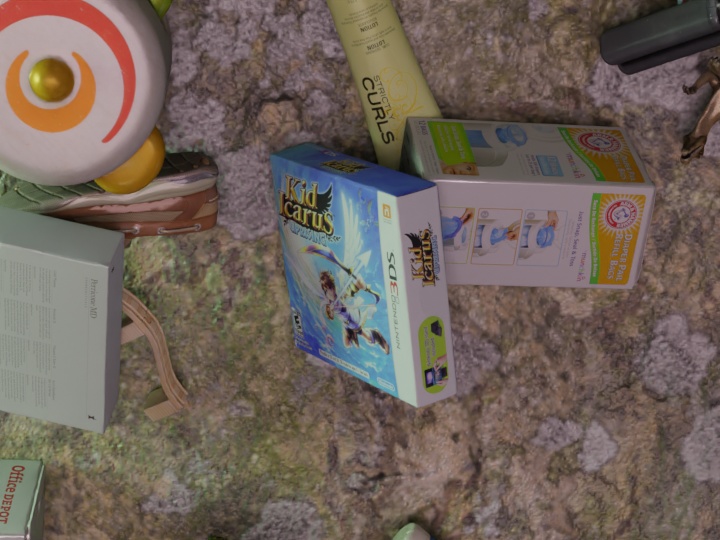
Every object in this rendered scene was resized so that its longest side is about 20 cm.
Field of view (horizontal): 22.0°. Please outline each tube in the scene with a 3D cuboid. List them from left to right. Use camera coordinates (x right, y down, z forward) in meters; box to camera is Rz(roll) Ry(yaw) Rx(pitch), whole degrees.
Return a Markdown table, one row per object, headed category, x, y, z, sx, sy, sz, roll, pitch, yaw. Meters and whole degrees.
| category | x | y | z | sx | sy | sz | roll | pitch | yaw |
| --- | --- | --- | --- | --- | --- | --- | --- | --- | --- |
| tube | 0.025 | -0.163 | 1.581 | 0.058 | 0.052 | 0.201 | 0 | 123 | 38 |

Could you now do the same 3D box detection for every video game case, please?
| category | x | y | z | sx | sy | sz | roll | pitch | yaw |
| --- | --- | --- | --- | --- | --- | --- | --- | --- | --- |
| video game case | 0.000 | 0.000 | 1.557 | 0.045 | 0.200 | 0.183 | -17 | 111 | -30 |

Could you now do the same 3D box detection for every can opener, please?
| category | x | y | z | sx | sy | sz | roll | pitch | yaw |
| --- | --- | --- | --- | --- | --- | --- | --- | --- | --- |
| can opener | 0.291 | -0.190 | 1.526 | 0.199 | 0.067 | 0.053 | -16 | 157 | 37 |

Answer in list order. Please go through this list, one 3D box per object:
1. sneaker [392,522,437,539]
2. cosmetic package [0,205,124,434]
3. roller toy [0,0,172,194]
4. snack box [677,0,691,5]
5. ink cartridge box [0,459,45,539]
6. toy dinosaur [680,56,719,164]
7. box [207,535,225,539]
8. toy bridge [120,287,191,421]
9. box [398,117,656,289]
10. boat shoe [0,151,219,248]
| category | x | y | z | sx | sy | sz | roll | pitch | yaw |
| --- | --- | --- | --- | --- | --- | --- | --- | --- | --- |
| sneaker | 0.031 | 0.344 | 1.737 | 0.111 | 0.077 | 0.200 | 37 | 97 | -5 |
| cosmetic package | -0.280 | 0.041 | 1.577 | 0.150 | 0.052 | 0.201 | 14 | 132 | 5 |
| roller toy | -0.246 | -0.166 | 1.512 | 0.181 | 0.140 | 0.202 | 3 | 109 | -4 |
| snack box | 0.367 | -0.285 | 1.503 | 0.198 | 0.068 | 0.169 | 0 | 149 | -5 |
| ink cartridge box | -0.384 | 0.230 | 1.636 | 0.198 | 0.145 | 0.085 | 2 | 110 | -4 |
| toy dinosaur | 0.345 | -0.169 | 1.602 | 0.199 | 0.058 | 0.102 | -29 | 128 | -8 |
| box | -0.117 | 0.385 | 1.681 | 0.121 | 0.193 | 0.201 | 19 | 106 | -10 |
| toy bridge | -0.211 | 0.053 | 1.623 | 0.067 | 0.027 | 0.200 | -23 | 120 | 30 |
| box | 0.136 | -0.057 | 1.574 | 0.198 | 0.113 | 0.102 | 2 | 121 | -8 |
| boat shoe | -0.216 | -0.048 | 1.591 | 0.198 | 0.076 | 0.072 | -7 | 115 | 4 |
